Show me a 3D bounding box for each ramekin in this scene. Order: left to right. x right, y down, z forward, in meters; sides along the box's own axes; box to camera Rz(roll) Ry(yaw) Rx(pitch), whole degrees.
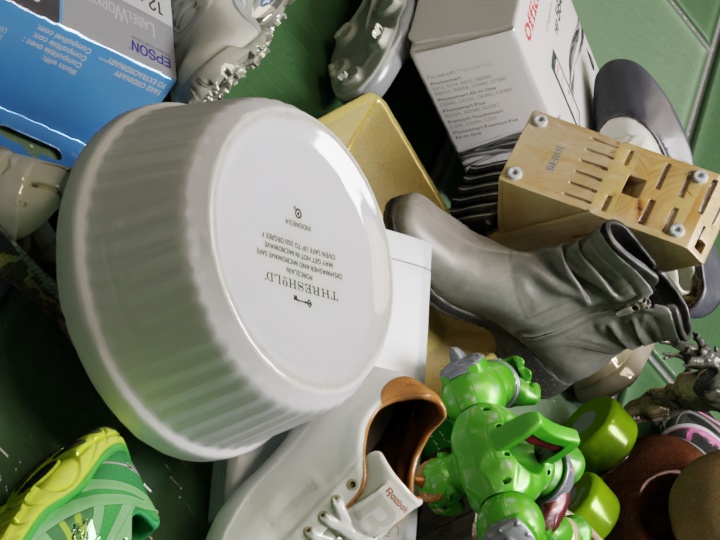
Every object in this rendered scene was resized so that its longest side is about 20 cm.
[{"bbox_3d":[-0.064,-0.003,1.170,0.202,0.094,0.204,24,59,-48],"label":"ramekin"}]

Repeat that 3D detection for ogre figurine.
[{"bbox_3d":[0.095,0.124,1.297,0.120,0.097,0.202,41,47,-51],"label":"ogre figurine"}]

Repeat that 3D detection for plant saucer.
[{"bbox_3d":[0.000,0.000,1.407,0.201,0.048,0.200,60,34,-2],"label":"plant saucer"}]

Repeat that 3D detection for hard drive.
[{"bbox_3d":[-0.021,0.064,1.286,0.131,0.027,0.202,15,67,-27],"label":"hard drive"}]

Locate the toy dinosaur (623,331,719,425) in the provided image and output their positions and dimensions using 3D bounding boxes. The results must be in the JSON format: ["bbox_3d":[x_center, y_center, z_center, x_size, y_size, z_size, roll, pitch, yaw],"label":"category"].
[{"bbox_3d":[0.243,0.073,1.489,0.088,0.199,0.048,42,66,-23],"label":"toy dinosaur"}]

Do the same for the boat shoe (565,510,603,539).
[{"bbox_3d":[0.168,0.235,1.413,0.072,0.065,0.200,-42,100,-25],"label":"boat shoe"}]

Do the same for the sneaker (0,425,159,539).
[{"bbox_3d":[-0.155,0.151,1.073,0.084,0.074,0.200,51,35,-7],"label":"sneaker"}]

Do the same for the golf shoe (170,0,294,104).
[{"bbox_3d":[-0.105,-0.161,1.363,0.097,0.078,0.200,42,20,-13],"label":"golf shoe"}]

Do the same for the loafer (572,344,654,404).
[{"bbox_3d":[0.196,0.017,1.622,0.068,0.075,0.200,54,35,-19],"label":"loafer"}]

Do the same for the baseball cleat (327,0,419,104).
[{"bbox_3d":[0.035,-0.171,1.560,0.106,0.069,0.201,46,40,-30],"label":"baseball cleat"}]

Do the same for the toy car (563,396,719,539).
[{"bbox_3d":[0.254,0.158,1.482,0.164,0.199,0.158,46,37,-19],"label":"toy car"}]

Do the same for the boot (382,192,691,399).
[{"bbox_3d":[0.120,-0.005,1.406,0.200,0.130,0.068,41,38,-26],"label":"boot"}]

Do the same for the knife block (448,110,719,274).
[{"bbox_3d":[0.150,-0.023,1.485,0.064,0.199,0.176,-61,161,-27],"label":"knife block"}]

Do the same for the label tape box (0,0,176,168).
[{"bbox_3d":[-0.180,-0.152,1.271,0.143,0.066,0.201,23,47,-42],"label":"label tape box"}]

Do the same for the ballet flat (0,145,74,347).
[{"bbox_3d":[-0.167,-0.014,1.181,0.200,0.071,0.069,47,37,-19],"label":"ballet flat"}]

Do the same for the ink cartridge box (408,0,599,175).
[{"bbox_3d":[0.116,-0.138,1.570,0.147,0.084,0.201,-77,149,-44],"label":"ink cartridge box"}]

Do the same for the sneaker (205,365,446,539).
[{"bbox_3d":[-0.021,0.138,1.187,0.073,0.084,0.201,46,65,-37],"label":"sneaker"}]

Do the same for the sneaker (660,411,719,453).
[{"bbox_3d":[0.298,0.175,1.641,0.200,0.080,0.087,53,24,-20],"label":"sneaker"}]

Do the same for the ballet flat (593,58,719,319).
[{"bbox_3d":[0.212,-0.055,1.561,0.073,0.073,0.201,-32,103,-56],"label":"ballet flat"}]

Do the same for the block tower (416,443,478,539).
[{"bbox_3d":[0.066,0.195,1.344,0.058,0.054,0.201,39,39,-27],"label":"block tower"}]
